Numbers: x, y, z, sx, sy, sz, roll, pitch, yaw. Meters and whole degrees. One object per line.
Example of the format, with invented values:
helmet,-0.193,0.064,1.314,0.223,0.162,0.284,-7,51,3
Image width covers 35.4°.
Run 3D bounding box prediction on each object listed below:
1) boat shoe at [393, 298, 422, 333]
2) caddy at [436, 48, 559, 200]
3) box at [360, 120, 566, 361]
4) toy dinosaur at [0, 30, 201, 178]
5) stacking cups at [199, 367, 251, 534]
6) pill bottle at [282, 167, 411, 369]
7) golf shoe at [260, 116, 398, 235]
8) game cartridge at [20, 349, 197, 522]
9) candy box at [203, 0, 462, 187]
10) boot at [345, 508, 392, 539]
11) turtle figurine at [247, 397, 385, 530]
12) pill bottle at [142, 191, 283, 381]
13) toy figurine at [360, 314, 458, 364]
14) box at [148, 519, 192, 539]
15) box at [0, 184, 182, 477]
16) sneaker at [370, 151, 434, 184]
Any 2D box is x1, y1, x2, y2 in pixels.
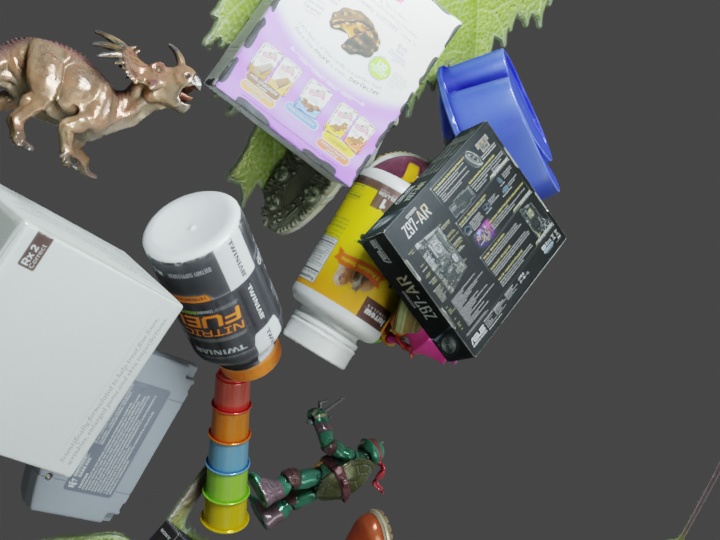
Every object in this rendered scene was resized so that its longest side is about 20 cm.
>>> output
boat shoe,0.104,0.001,1.209,0.201,0.063,0.074,-47,158,-39
caddy,0.148,-0.152,1.291,0.104,0.142,0.201,-21,125,15
box,0.110,-0.032,1.157,0.161,0.043,0.200,52,55,-15
toy dinosaur,-0.254,-0.163,0.979,0.199,0.086,0.137,23,88,-30
stacking cups,-0.148,0.207,1.307,0.060,0.060,0.202,-11,121,-37
pill bottle,0.000,0.000,1.203,0.109,0.109,0.201,35,84,-47
golf shoe,-0.023,-0.112,1.220,0.201,0.078,0.097,-52,146,0
game cartridge,-0.270,0.168,1.193,0.133,0.040,0.201,27,95,-51
candy box,-0.027,-0.213,1.107,0.167,0.072,0.201,36,88,-20
boot,-0.025,0.417,1.542,0.107,0.075,0.202,7,111,-39
turtle figurine,-0.042,0.241,1.400,0.199,0.101,0.151,-26,130,-23
pill bottle,-0.142,0.025,1.169,0.106,0.106,0.201,-37,134,-19
toy figurine,0.058,0.053,1.310,0.150,0.184,0.201,-40,136,-16
box,-0.257,0.410,1.351,0.200,0.036,0.143,-48,137,-11
box,-0.307,0.051,1.017,0.200,0.130,0.200,-55,137,0
sneaker,0.085,-0.084,1.312,0.199,0.090,0.075,-2,126,-42
